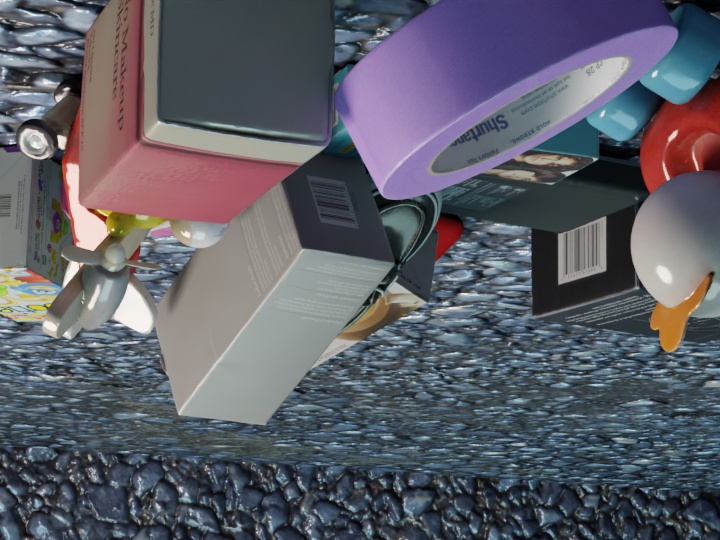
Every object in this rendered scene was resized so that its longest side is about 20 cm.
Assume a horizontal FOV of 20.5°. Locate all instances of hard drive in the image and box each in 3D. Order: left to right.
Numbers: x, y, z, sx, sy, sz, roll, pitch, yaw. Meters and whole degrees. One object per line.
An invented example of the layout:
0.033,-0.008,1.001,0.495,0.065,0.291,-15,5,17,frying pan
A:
0.116,-0.072,1.620,0.200,0.033,0.140,9,164,-24,hard drive

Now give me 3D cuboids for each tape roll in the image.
0.086,-0.119,1.181,0.200,0.066,0.200,-28,171,-5,tape roll

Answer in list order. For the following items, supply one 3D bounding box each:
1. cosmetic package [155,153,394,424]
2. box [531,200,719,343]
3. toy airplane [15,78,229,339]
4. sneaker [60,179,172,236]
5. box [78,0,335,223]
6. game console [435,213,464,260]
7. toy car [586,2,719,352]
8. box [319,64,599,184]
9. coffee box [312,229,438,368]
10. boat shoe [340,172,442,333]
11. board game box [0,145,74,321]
-0.069,0.014,1.467,0.090,0.107,0.200,8,137,-31,cosmetic package
0.272,-0.008,1.746,0.200,0.107,0.148,10,164,-31,box
-0.161,-0.034,1.442,0.141,0.200,0.199,9,171,17,toy airplane
-0.140,-0.058,1.598,0.200,0.082,0.088,-1,165,10,sneaker
-0.100,-0.117,1.240,0.109,0.128,0.200,6,165,-20,box
-0.039,-0.044,1.800,0.200,0.119,0.172,13,131,-45,game console
0.227,-0.034,1.303,0.184,0.200,0.177,31,161,-8,toy car
0.069,-0.105,1.459,0.200,0.049,0.082,6,166,-20,box
-0.046,0.009,1.647,0.113,0.080,0.200,34,136,-28,coffee box
0.000,0.000,1.509,0.072,0.071,0.200,22,134,-18,boat shoe
-0.285,-0.026,1.687,0.103,0.105,0.200,-3,166,15,board game box
